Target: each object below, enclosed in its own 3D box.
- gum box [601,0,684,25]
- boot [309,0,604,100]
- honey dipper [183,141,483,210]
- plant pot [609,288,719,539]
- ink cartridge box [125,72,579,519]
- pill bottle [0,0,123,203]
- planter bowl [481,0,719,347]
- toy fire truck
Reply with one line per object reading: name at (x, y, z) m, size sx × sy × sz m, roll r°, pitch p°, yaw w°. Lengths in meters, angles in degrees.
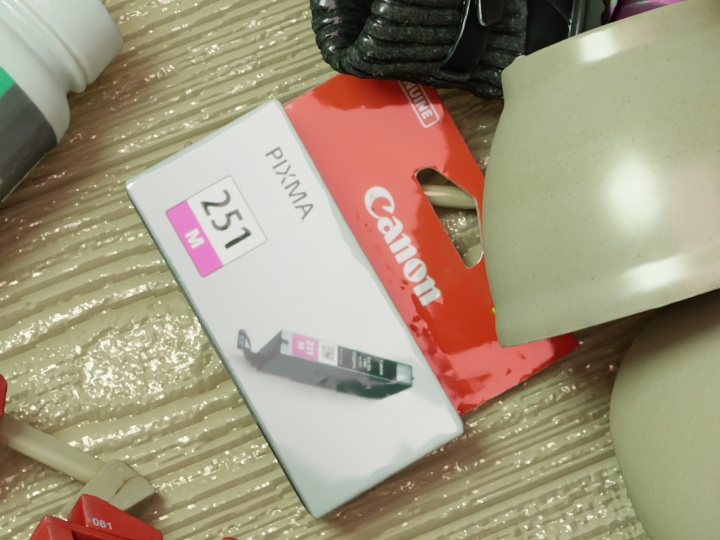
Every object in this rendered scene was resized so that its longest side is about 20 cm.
gum box at (0.174, -0.204, 0.973) m, size 0.066 × 0.200 × 0.114 m, roll 7°, pitch 73°, yaw 0°
boot at (0.055, -0.190, 0.989) m, size 0.157 × 0.079 × 0.212 m, roll 13°, pitch 69°, yaw -32°
honey dipper at (0.002, -0.042, 1.010) m, size 0.199 × 0.038 × 0.038 m, roll 6°, pitch 75°, yaw -4°
plant pot at (0.204, 0.079, 0.924) m, size 0.134 × 0.200 × 0.200 m, roll 28°, pitch 72°, yaw 43°
ink cartridge box at (0.000, 0.000, 0.971) m, size 0.173 × 0.044 × 0.201 m, roll -30°, pitch 91°, yaw -7°
pill bottle at (-0.224, -0.078, 0.968) m, size 0.113 × 0.113 × 0.200 m, roll 38°, pitch 77°, yaw 7°
planter bowl at (0.145, -0.055, 0.920) m, size 0.199 × 0.200 × 0.135 m, roll -17°, pitch 89°, yaw -7°
toy fire truck at (-0.131, 0.128, 0.927) m, size 0.199 × 0.141 × 0.049 m, roll 22°, pitch 113°, yaw -28°
